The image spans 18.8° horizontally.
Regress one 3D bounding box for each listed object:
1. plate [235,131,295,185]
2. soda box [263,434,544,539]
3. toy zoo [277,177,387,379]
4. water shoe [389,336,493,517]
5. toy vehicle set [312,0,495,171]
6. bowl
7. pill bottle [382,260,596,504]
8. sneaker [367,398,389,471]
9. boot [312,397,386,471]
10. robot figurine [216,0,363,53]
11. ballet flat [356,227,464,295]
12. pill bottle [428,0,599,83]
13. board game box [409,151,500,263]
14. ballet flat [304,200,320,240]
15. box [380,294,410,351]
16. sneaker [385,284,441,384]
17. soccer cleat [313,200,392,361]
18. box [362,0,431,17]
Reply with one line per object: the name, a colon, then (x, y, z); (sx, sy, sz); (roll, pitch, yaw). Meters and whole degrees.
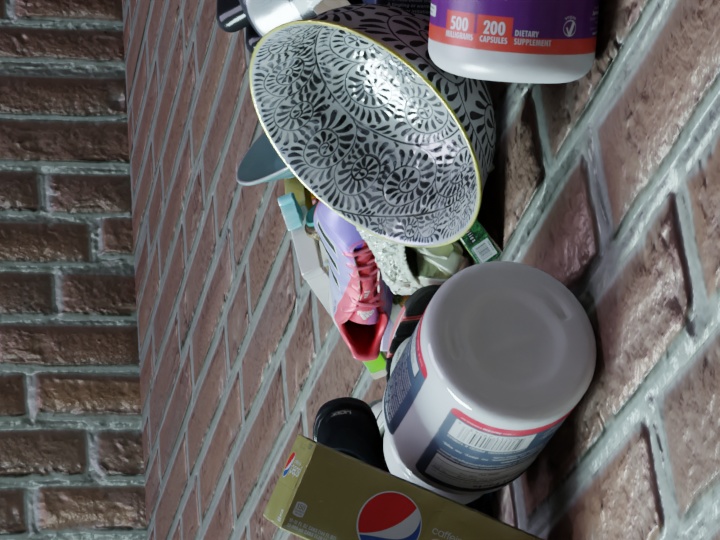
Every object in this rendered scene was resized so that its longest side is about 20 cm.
plate: (-0.026, -0.134, 1.937); (0.026, 0.200, 0.200); (52, 178, -18)
soda box: (0.039, 0.181, 1.494); (0.064, 0.200, 0.068); (-67, 12, -4)
toy zoo: (-0.025, -0.008, 1.962); (0.200, 0.020, 0.131); (57, -163, -46)
water shoe: (0.069, 0.143, 1.658); (0.079, 0.071, 0.200); (-22, 78, 56)
toy vehicle set: (0.032, -0.148, 1.742); (0.124, 0.027, 0.200); (47, -176, -27)
bowl: (0.027, -0.122, 1.560); (0.094, 0.201, 0.201); (-47, -12, -32)
pill bottle: (0.080, 0.087, 1.512); (0.200, 0.119, 0.120); (116, 152, -61)
sneaker: (0.022, 0.208, 1.856); (0.089, 0.074, 0.200); (153, 116, -78)
boot: (-0.005, 0.213, 1.723); (0.168, 0.076, 0.201); (-82, -16, -75)
robot figurine: (-0.030, -0.260, 1.868); (0.150, 0.200, 0.125); (-23, -90, -61)
ballet flat: (0.046, -0.018, 1.728); (0.200, 0.072, 0.072); (45, -141, -67)
pill bottle: (0.105, -0.228, 1.432); (0.112, 0.112, 0.200); (-134, 46, -72)
board game box: (0.052, -0.078, 1.733); (0.105, 0.023, 0.200); (57, -179, -24)
ballet flat: (0.000, -0.056, 1.922); (0.065, 0.070, 0.200); (65, -158, -18)
box: (0.039, -0.029, 1.876); (0.041, 0.039, 0.200); (-129, 42, -69)
sneaker: (0.047, 0.110, 1.759); (0.087, 0.074, 0.201); (-161, 72, -78)
soccer cleat: (0.000, 0.000, 1.784); (0.200, 0.067, 0.077); (88, 172, -61)
box: (0.056, -0.311, 1.635); (0.200, 0.123, 0.199); (-112, 27, -58)
